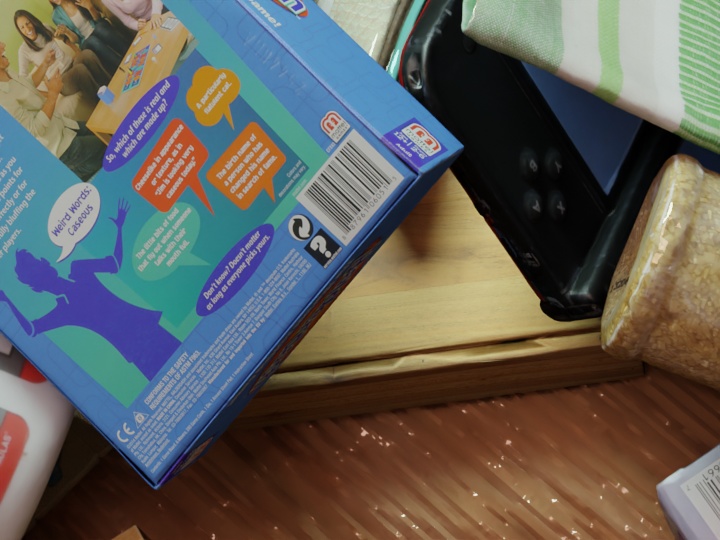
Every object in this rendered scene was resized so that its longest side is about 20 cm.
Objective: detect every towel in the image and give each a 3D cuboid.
[{"bbox_3d":[0.129,-0.083,0.822,0.199,0.023,0.153,24,38,-12],"label":"towel"}]

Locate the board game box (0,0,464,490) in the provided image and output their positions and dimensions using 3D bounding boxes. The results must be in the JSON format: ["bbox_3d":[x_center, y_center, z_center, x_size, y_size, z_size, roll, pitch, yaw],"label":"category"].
[{"bbox_3d":[-0.087,-0.052,0.829,0.200,0.045,0.152,44,116,6],"label":"board game box"}]

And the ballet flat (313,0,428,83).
[{"bbox_3d":[0.013,-0.114,0.949,0.062,0.068,0.201,13,44,14],"label":"ballet flat"}]

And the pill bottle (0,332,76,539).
[{"bbox_3d":[-0.204,0.028,0.886,0.199,0.116,0.117,24,72,-11],"label":"pill bottle"}]

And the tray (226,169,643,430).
[{"bbox_3d":[0.000,0.000,0.936,0.198,0.037,0.099,-8,65,9],"label":"tray"}]

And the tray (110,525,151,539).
[{"bbox_3d":[-0.137,0.189,0.896,0.199,0.037,0.099,-32,63,-2],"label":"tray"}]

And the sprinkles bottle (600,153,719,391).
[{"bbox_3d":[0.177,0.028,0.779,0.199,0.068,0.069,21,72,0],"label":"sprinkles bottle"}]

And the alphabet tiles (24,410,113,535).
[{"bbox_3d":[-0.177,0.043,0.985,0.200,0.006,0.166,-45,64,-7],"label":"alphabet tiles"}]

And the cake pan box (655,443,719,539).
[{"bbox_3d":[0.223,0.099,0.836,0.199,0.052,0.185,-35,62,-2],"label":"cake pan box"}]

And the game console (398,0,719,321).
[{"bbox_3d":[0.130,-0.080,0.871,0.118,0.173,0.201,-8,40,40],"label":"game console"}]
